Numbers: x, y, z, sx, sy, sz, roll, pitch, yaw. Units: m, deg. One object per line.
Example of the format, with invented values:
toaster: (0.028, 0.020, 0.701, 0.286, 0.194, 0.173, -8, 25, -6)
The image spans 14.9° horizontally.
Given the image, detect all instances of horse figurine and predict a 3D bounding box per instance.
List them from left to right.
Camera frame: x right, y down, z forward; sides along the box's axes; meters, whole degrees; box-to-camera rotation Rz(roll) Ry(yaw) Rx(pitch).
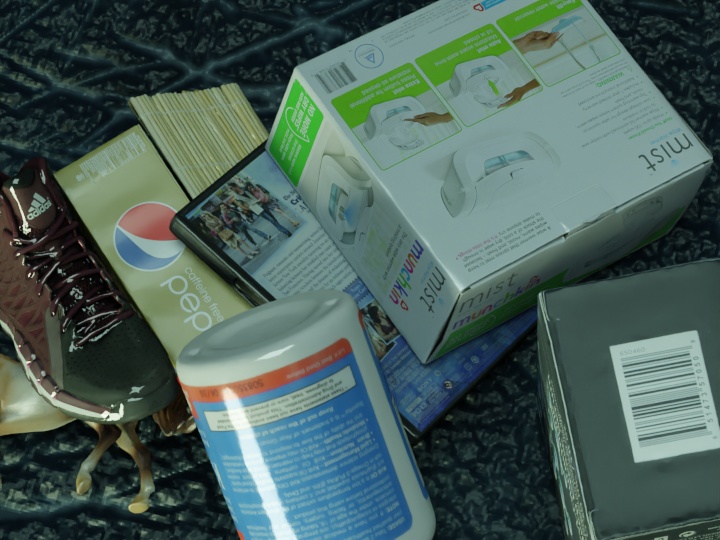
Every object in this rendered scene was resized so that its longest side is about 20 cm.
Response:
horse figurine: (-0.189, 0.088, 1.660, 0.200, 0.050, 0.133, -7, 52, 9)

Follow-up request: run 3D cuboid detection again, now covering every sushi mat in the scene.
sushi mat: (-0.060, -0.035, 1.696, 0.096, 0.012, 0.200, -14, 64, -45)

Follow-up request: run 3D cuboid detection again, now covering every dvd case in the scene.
dvd case: (0.000, 0.000, 1.665, 0.200, 0.018, 0.143, 42, 52, 8)

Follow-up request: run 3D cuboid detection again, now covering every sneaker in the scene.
sneaker: (-0.181, 0.002, 1.625, 0.076, 0.116, 0.200, -27, 42, -26)

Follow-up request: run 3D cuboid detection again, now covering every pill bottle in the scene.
pill bottle: (-0.022, 0.122, 1.576, 0.112, 0.112, 0.200, -21, 103, -5)

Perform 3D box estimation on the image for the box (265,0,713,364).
box: (0.078, -0.071, 1.659, 0.200, 0.097, 0.177, -28, 71, -27)

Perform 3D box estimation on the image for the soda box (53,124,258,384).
soda box: (-0.108, 0.013, 1.680, 0.064, 0.068, 0.200, -31, 71, -8)

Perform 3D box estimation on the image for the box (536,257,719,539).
box: (0.165, 0.102, 1.563, 0.107, 0.200, 0.149, -11, 68, 0)
